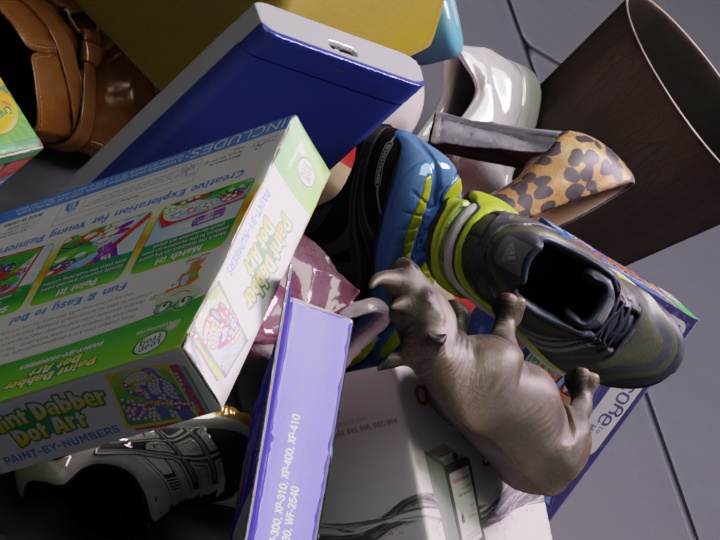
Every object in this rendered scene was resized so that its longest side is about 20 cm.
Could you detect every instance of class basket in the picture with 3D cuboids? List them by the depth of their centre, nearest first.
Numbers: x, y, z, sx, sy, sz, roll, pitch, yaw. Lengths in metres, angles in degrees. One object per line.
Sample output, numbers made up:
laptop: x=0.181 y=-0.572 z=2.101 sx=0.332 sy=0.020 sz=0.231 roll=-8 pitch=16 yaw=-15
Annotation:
basket: x=0.166 y=-0.068 z=2.044 sx=0.181 sy=0.200 sz=0.136 roll=49 pitch=24 yaw=-14

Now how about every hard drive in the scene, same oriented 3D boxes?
hard drive: x=-0.076 y=-0.069 z=1.653 sx=0.132 sy=0.200 sz=0.025 roll=15 pitch=44 yaw=-44

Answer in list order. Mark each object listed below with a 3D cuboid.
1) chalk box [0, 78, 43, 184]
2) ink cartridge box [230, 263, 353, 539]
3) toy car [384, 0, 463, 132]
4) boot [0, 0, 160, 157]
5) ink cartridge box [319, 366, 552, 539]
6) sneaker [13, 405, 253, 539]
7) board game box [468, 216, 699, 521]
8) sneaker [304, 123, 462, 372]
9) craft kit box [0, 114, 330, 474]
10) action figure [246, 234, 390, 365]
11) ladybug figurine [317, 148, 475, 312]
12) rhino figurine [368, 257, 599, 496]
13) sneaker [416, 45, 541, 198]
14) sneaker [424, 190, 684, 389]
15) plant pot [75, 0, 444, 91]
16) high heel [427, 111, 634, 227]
chalk box: x=-0.258 y=-0.068 z=1.454 sx=0.201 sy=0.124 sz=0.125 roll=56 pitch=27 yaw=7
ink cartridge box: x=-0.042 y=0.126 z=1.446 sx=0.043 sy=0.200 sz=0.199 roll=10 pitch=66 yaw=-2
toy car: x=-0.009 y=-0.127 z=1.930 sx=0.177 sy=0.183 sz=0.201 roll=-92 pitch=165 yaw=-49
boot: x=-0.188 y=-0.153 z=1.745 sx=0.155 sy=0.076 sz=0.201 roll=0 pitch=65 yaw=-53
ink cartridge box: x=0.041 y=0.153 z=1.647 sx=0.145 sy=0.084 sz=0.201 roll=-2 pitch=80 yaw=-59
sneaker: x=-0.116 y=0.111 z=1.548 sx=0.199 sy=0.075 sz=0.088 roll=24 pitch=56 yaw=-42
board game box: x=0.104 y=0.079 z=1.779 sx=0.135 sy=0.200 sz=0.034 roll=29 pitch=11 yaw=-39
sneaker: x=0.000 y=0.000 z=1.719 sx=0.070 sy=0.200 sz=0.083 roll=-8 pitch=41 yaw=-39
craft kit box: x=-0.130 y=0.017 z=1.442 sx=0.049 sy=0.199 sz=0.198 roll=59 pitch=32 yaw=-23
action figure: x=-0.086 y=0.034 z=1.592 sx=0.149 sy=0.134 sz=0.200 roll=40 pitch=12 yaw=2
ladybug figurine: x=0.015 y=-0.006 z=1.808 sx=0.072 sy=0.136 sz=0.200 roll=-40 pitch=100 yaw=-25
rhino figurine: x=0.066 y=0.056 z=1.592 sx=0.200 sy=0.060 sz=0.088 roll=41 pitch=41 yaw=-40
sneaker: x=0.067 y=-0.057 z=1.969 sx=0.088 sy=0.075 sz=0.201 roll=23 pitch=66 yaw=-45
sneaker: x=0.125 y=0.023 z=1.673 sx=0.199 sy=0.074 sz=0.081 roll=27 pitch=-1 yaw=-39
plant pot: x=-0.053 y=-0.228 z=1.701 sx=0.200 sy=0.177 sz=0.200 roll=-30 pitch=69 yaw=-40
high heel: x=0.104 y=-0.003 z=1.903 sx=0.142 sy=0.071 sz=0.201 roll=10 pitch=75 yaw=-3
